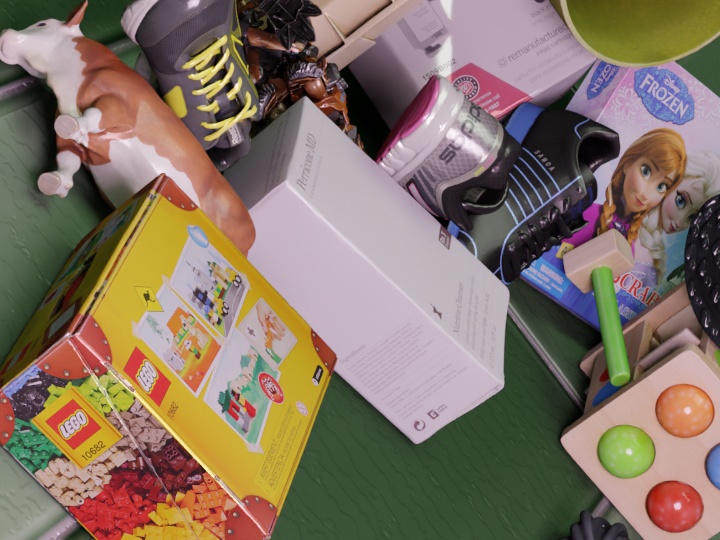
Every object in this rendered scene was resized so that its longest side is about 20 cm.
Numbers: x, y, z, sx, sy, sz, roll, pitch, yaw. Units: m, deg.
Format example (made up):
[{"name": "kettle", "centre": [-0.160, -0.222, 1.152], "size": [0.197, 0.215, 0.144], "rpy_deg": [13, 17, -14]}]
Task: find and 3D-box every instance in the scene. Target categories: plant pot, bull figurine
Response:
[{"name": "plant pot", "centre": [0.178, -0.279, 1.850], "size": [0.187, 0.187, 0.200], "rpy_deg": [29, 15, -42]}, {"name": "bull figurine", "centre": [-0.138, -0.067, 1.478], "size": [0.200, 0.065, 0.122], "rpy_deg": [45, 29, -12]}]

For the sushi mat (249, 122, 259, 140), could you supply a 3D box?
[{"name": "sushi mat", "centre": [-0.077, -0.124, 1.725], "size": [0.201, 0.012, 0.096], "rpy_deg": [58, 26, 12]}]

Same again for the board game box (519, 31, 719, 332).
[{"name": "board game box", "centre": [0.214, -0.051, 1.932], "size": [0.200, 0.200, 0.041], "rpy_deg": [32, 1, -38]}]

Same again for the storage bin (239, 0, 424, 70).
[{"name": "storage bin", "centre": [-0.011, -0.261, 1.784], "size": [0.199, 0.200, 0.094], "rpy_deg": [59, 16, 13]}]

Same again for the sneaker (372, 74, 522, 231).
[{"name": "sneaker", "centre": [0.051, -0.059, 1.680], "size": [0.087, 0.200, 0.074], "rpy_deg": [33, 67, -3]}]

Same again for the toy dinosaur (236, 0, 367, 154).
[{"name": "toy dinosaur", "centre": [-0.067, -0.145, 1.682], "size": [0.200, 0.102, 0.136], "rpy_deg": [39, 7, 14]}]

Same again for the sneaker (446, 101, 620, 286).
[{"name": "sneaker", "centre": [0.118, -0.040, 1.790], "size": [0.070, 0.077, 0.201], "rpy_deg": [77, 34, -49]}]

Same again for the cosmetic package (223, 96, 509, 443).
[{"name": "cosmetic package", "centre": [0.000, 0.000, 1.612], "size": [0.200, 0.081, 0.113], "rpy_deg": [43, 27, -22]}]

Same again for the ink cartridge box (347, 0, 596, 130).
[{"name": "ink cartridge box", "centre": [0.058, -0.194, 1.892], "size": [0.146, 0.083, 0.201], "rpy_deg": [-31, 83, -22]}]

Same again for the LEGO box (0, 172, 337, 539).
[{"name": "LEGO box", "centre": [-0.103, 0.060, 1.350], "size": [0.149, 0.077, 0.200], "rpy_deg": [47, 25, -12]}]

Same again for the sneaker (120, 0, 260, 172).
[{"name": "sneaker", "centre": [-0.091, -0.122, 1.521], "size": [0.085, 0.074, 0.200], "rpy_deg": [54, -12, 12]}]

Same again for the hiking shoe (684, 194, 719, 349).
[{"name": "hiking shoe", "centre": [0.288, 0.042, 1.794], "size": [0.087, 0.074, 0.201], "rpy_deg": [15, 53, -63]}]

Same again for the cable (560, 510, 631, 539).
[{"name": "cable", "centre": [0.193, 0.253, 1.668], "size": [0.200, 0.051, 0.163], "rpy_deg": [50, 19, 0]}]

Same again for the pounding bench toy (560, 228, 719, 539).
[{"name": "pounding bench toy", "centre": [0.211, 0.081, 1.828], "size": [0.200, 0.124, 0.156], "rpy_deg": [48, 25, -10]}]
